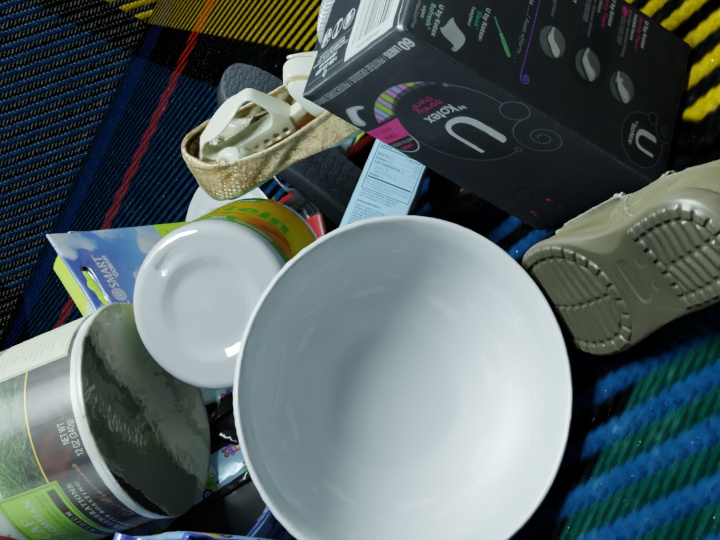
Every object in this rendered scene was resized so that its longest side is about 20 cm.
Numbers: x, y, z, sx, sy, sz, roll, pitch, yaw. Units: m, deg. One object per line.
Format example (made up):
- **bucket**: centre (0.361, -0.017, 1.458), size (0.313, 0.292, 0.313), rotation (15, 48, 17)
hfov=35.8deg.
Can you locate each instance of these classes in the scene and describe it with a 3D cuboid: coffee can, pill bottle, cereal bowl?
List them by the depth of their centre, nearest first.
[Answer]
- **cereal bowl**: centre (0.021, 0.074, 0.660), size (0.083, 0.197, 0.203), rotation (126, 165, -79)
- **coffee can**: centre (-0.224, 0.124, 0.770), size (0.198, 0.147, 0.148), rotation (-22, 41, 20)
- **pill bottle**: centre (-0.085, 0.007, 0.817), size (0.112, 0.110, 0.200), rotation (-60, -1, 12)

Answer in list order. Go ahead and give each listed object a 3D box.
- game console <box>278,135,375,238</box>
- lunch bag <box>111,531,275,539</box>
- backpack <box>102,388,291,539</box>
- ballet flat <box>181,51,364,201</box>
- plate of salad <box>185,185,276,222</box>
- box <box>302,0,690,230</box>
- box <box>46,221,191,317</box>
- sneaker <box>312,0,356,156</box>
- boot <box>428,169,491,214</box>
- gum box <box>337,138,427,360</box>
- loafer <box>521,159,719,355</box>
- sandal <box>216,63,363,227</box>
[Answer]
- **game console**: centre (-0.048, -0.016, 1.100), size (0.172, 0.119, 0.199), rotation (-43, 9, -35)
- **lunch bag**: centre (-0.067, 0.206, 0.692), size (0.150, 0.198, 0.095), rotation (-20, 49, 58)
- **backpack**: centre (-0.128, 0.173, 0.865), size (0.199, 0.134, 0.184), rotation (-37, 52, 10)
- **ballet flat**: centre (-0.049, -0.114, 0.796), size (0.198, 0.065, 0.071), rotation (-31, 48, 22)
- **plate of salad**: centre (-0.108, 0.007, 1.053), size (0.199, 0.048, 0.204), rotation (19, 115, 47)
- **box**: centre (0.084, -0.122, 0.684), size (0.122, 0.198, 0.108), rotation (-20, 49, 59)
- **box**: centre (-0.155, 0.017, 0.914), size (0.122, 0.198, 0.048), rotation (51, 124, 23)
- **sneaker**: centre (-0.015, -0.184, 1.002), size (0.114, 0.075, 0.202), rotation (-68, 2, -56)
- **boot**: centre (0.118, -0.146, 0.820), size (0.186, 0.063, 0.203), rotation (-31, 43, 54)
- **gum box**: centre (0.000, 0.000, 0.822), size (0.170, 0.044, 0.202), rotation (104, -172, -65)
- **loafer**: centre (0.154, -0.007, 0.594), size (0.067, 0.077, 0.200), rotation (-32, 3, -21)
- **sandal**: centre (-0.051, -0.090, 0.952), size (0.043, 0.200, 0.076), rotation (-37, 11, 45)
